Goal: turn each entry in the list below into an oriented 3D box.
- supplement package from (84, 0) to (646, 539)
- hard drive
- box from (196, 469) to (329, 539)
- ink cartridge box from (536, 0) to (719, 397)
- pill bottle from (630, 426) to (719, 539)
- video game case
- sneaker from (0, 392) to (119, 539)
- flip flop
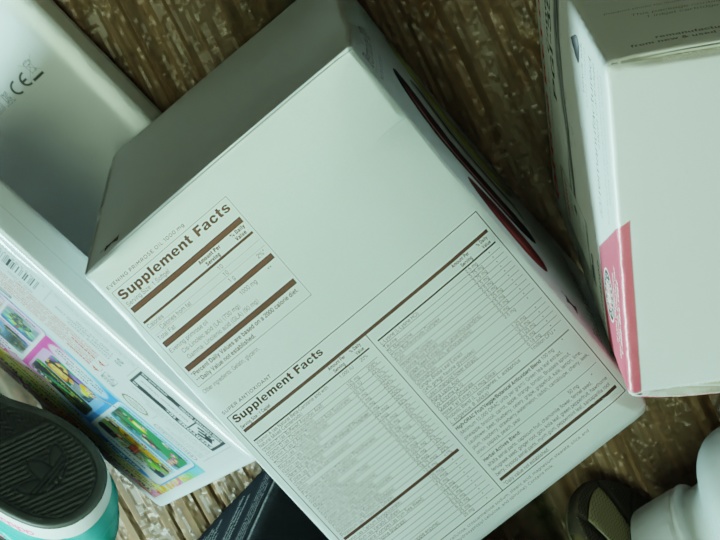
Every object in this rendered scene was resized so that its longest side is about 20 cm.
[{"bbox_3d":[0.000,0.000,0.878,0.147,0.191,0.200,-39,106,9],"label":"supplement package"},{"bbox_3d":[-0.160,-0.051,0.981,0.132,0.027,0.200,-38,104,22],"label":"hard drive"},{"bbox_3d":[-0.013,0.219,1.005,0.199,0.124,0.197,33,138,-8],"label":"box"},{"bbox_3d":[0.131,-0.058,0.832,0.082,0.200,0.148,-8,114,0],"label":"ink cartridge box"},{"bbox_3d":[0.236,0.105,0.951,0.199,0.111,0.111,-34,107,21],"label":"pill bottle"},{"bbox_3d":[-0.143,0.033,0.945,0.200,0.024,0.182,42,157,-6],"label":"video game case"},{"bbox_3d":[-0.200,0.097,1.030,0.199,0.084,0.121,34,156,25],"label":"sneaker"},{"bbox_3d":[0.160,0.200,1.035,0.057,0.081,0.201,-20,117,32],"label":"flip flop"}]
